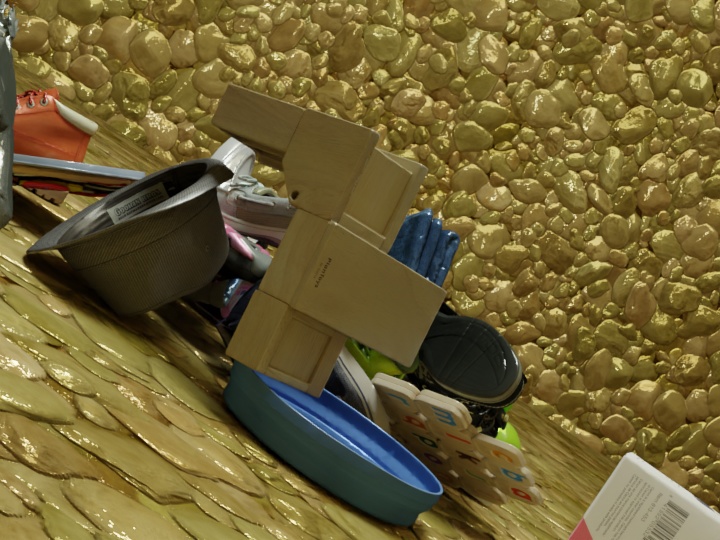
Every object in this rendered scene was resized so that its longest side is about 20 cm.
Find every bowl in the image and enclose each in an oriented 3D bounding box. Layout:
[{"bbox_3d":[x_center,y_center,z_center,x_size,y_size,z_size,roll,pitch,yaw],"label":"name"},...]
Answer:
[{"bbox_3d":[-0.025,0.137,1.110,0.200,0.040,0.201,34,3,-2],"label":"bowl"}]

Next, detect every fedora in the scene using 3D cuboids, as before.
[{"bbox_3d":[-0.179,-0.020,1.164,0.200,0.176,0.091,-59,128,-65],"label":"fedora"}]

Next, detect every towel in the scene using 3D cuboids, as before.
[{"bbox_3d":[0.000,0.000,1.340,0.199,0.112,0.048,-2,-30,48],"label":"towel"}]

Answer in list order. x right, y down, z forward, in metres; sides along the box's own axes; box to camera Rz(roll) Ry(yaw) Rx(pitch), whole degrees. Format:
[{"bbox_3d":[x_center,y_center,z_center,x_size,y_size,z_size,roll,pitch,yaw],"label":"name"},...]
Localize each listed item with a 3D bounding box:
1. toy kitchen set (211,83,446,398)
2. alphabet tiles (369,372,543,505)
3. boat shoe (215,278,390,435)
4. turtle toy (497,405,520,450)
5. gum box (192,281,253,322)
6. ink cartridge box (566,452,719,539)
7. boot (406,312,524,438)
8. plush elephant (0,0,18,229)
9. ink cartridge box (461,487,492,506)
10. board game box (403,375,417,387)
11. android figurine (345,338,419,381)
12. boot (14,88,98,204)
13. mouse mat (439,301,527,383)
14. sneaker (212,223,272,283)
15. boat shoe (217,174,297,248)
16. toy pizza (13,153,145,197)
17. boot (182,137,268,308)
[{"bbox_3d":[-0.044,-0.014,1.133,0.180,0.201,0.163,23,-4,41],"label":"toy kitchen set"},{"bbox_3d":[0.078,0.162,1.297,0.195,0.015,0.200,18,-26,31],"label":"alphabet tiles"},{"bbox_3d":[-0.054,0.099,1.235,0.075,0.093,0.201,-6,-63,59],"label":"boat shoe"},{"bbox_3d":[0.116,0.161,1.669,0.199,0.101,0.146,34,-26,19],"label":"turtle toy"},{"bbox_3d":[-0.150,0.012,1.495,0.200,0.066,0.113,36,1,27],"label":"gum box"},{"bbox_3d":[0.276,0.275,1.192,0.199,0.145,0.084,35,3,16],"label":"ink cartridge box"},{"bbox_3d":[0.112,0.115,1.330,0.203,0.074,0.154,23,-24,53],"label":"boot"},{"bbox_3d":[-0.358,-0.146,1.082,0.165,0.154,0.201,90,-4,-46],"label":"plush elephant"},{"bbox_3d":[0.043,0.155,1.491,0.197,0.047,0.200,37,-2,-31],"label":"ink cartridge box"},{"bbox_3d":[0.024,0.083,1.482,0.200,0.034,0.134,42,-1,-19],"label":"board game box"},{"bbox_3d":[-0.034,0.066,1.318,0.199,0.041,0.182,-11,-57,52],"label":"android figurine"},{"bbox_3d":[-0.376,-0.163,1.459,0.199,0.108,0.075,30,6,-36],"label":"boot"},{"bbox_3d":[0.082,0.072,1.419,0.161,0.008,0.200,41,-16,-4],"label":"mouse mat"},{"bbox_3d":[-0.165,-0.007,1.292,0.199,0.096,0.079,18,-14,43],"label":"sneaker"},{"bbox_3d":[-0.074,-0.054,1.311,0.201,0.065,0.074,19,-2,40],"label":"boat shoe"},{"bbox_3d":[-0.304,-0.093,1.323,0.198,0.032,0.200,8,3,0],"label":"toy pizza"},{"bbox_3d":[-0.133,-0.047,1.419,0.095,0.201,0.074,20,-29,14],"label":"boot"}]
